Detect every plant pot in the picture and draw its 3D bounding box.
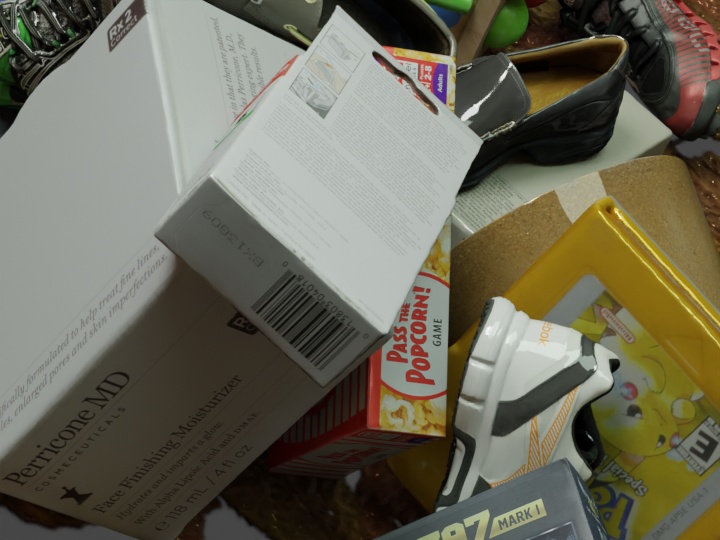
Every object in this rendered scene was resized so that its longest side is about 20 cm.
[{"bbox_3d":[0.145,0.069,1.482,0.186,0.186,0.201,-16,71,-37],"label":"plant pot"}]

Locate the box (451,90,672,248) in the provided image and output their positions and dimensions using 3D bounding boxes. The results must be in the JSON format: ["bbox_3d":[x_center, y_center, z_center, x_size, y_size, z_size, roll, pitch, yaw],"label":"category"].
[{"bbox_3d":[0.097,-0.052,1.639,0.082,0.069,0.200,43,44,18],"label":"box"}]

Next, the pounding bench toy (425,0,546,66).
[{"bbox_3d":[0.045,-0.207,1.724,0.156,0.125,0.200,32,43,6],"label":"pounding bench toy"}]

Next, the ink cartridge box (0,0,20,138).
[{"bbox_3d":[-0.262,-0.137,1.564,0.197,0.047,0.200,25,44,-2],"label":"ink cartridge box"}]

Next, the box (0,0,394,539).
[{"bbox_3d":[-0.105,-0.003,1.374,0.130,0.199,0.201,22,38,-34],"label":"box"}]

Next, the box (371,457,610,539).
[{"bbox_3d":[0.038,0.199,1.290,0.199,0.051,0.158,-24,53,8],"label":"box"}]

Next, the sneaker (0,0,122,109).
[{"bbox_3d":[-0.155,-0.127,1.452,0.085,0.200,0.078,-9,75,-24],"label":"sneaker"}]

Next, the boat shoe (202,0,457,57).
[{"bbox_3d":[-0.031,-0.152,1.424,0.201,0.060,0.072,31,57,-38],"label":"boat shoe"}]

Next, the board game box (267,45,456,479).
[{"bbox_3d":[0.000,0.000,1.421,0.046,0.151,0.201,7,75,-21],"label":"board game box"}]

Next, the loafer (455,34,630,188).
[{"bbox_3d":[0.073,-0.100,1.570,0.199,0.073,0.073,-17,55,-35],"label":"loafer"}]

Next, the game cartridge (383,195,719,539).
[{"bbox_3d":[0.121,0.090,1.394,0.176,0.200,0.032,47,28,7],"label":"game cartridge"}]

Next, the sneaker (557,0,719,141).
[{"bbox_3d":[0.181,-0.163,1.784,0.097,0.071,0.201,10,42,-28],"label":"sneaker"}]

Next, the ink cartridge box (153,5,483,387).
[{"bbox_3d":[-0.015,-0.040,1.286,0.109,0.050,0.200,42,32,-8],"label":"ink cartridge box"}]

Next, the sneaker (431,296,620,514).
[{"bbox_3d":[0.078,0.114,1.368,0.080,0.201,0.074,15,31,4],"label":"sneaker"}]
